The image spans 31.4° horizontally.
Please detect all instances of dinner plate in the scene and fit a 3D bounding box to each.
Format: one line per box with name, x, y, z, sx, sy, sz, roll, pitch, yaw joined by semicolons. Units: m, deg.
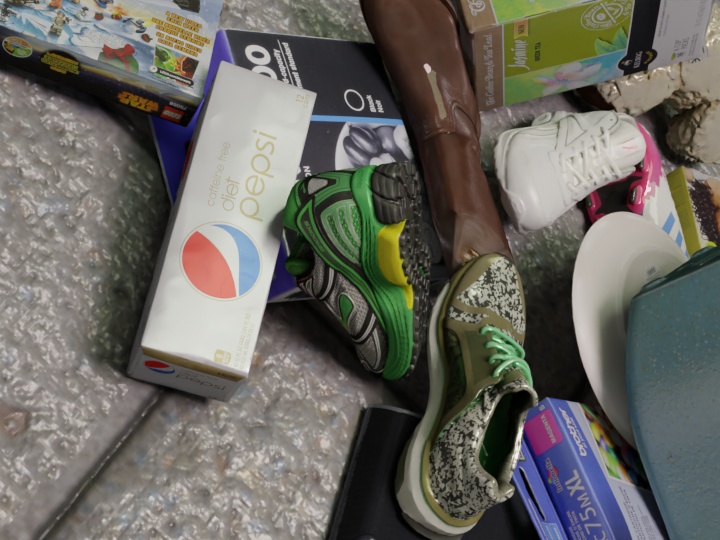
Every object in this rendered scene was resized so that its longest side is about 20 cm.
dinner plate;0.230;0.049;0.978;0.200;0.024;0.200;20;59;-39

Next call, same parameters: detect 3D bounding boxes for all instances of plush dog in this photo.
plush dog;0.285;-0.217;1.185;0.200;0.161;0.172;20;29;-31

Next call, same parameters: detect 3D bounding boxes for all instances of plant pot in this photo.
plant pot;0.299;0.069;0.889;0.196;0.196;0.200;-25;88;-47

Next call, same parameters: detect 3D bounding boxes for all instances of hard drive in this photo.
hard drive;0.077;0.182;0.860;0.200;0.042;0.135;34;50;-19

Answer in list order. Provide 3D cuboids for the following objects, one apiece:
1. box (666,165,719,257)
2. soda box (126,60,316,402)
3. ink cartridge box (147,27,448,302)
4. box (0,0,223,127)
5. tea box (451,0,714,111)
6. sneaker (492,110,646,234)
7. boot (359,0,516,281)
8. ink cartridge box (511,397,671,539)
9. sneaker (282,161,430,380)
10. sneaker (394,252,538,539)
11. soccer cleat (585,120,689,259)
box;0.309;0.011;1.128;0.075;0.050;0.200;11;61;-34
soda box;-0.085;-0.025;0.799;0.068;0.064;0.200;17;66;-12
ink cartridge box;-0.045;-0.075;0.903;0.200;0.043;0.198;-5;71;-38
box;-0.189;-0.187;0.830;0.200;0.040;0.137;19;57;-17
tea box;0.158;-0.263;1.035;0.197;0.134;0.200;-15;68;2
sneaker;0.171;-0.090;1.010;0.200;0.099;0.078;-46;120;-55
boot;0.057;-0.095;0.916;0.186;0.064;0.200;52;26;-45
ink cartridge box;0.179;0.155;0.913;0.200;0.042;0.119;13;46;-46
sneaker;0.000;0.000;0.824;0.085;0.200;0.078;3;52;11
sneaker;0.089;0.075;0.825;0.077;0.089;0.200;28;60;-28
soccer cleat;0.241;-0.030;1.095;0.086;0.070;0.200;23;55;-46
